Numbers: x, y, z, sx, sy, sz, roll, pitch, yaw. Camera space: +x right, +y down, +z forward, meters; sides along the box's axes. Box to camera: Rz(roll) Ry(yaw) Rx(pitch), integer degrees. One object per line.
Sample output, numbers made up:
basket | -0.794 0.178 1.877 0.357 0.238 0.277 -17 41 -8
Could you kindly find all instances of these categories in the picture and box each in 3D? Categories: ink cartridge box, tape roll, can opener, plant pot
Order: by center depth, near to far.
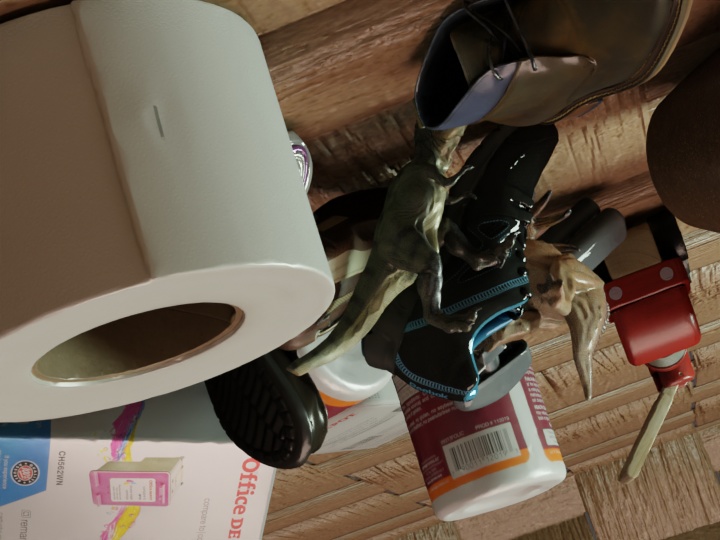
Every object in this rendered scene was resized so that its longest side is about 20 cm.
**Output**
tape roll | -0.125 -0.025 0.780 0.200 0.141 0.203 -17 163 -5
plant pot | 0.284 -0.092 0.998 0.185 0.189 0.199 -6 175 -38
ink cartridge box | -0.159 0.133 1.069 0.197 0.085 0.146 1 131 -14
can opener | 0.133 0.028 1.235 0.200 0.053 0.067 -41 130 -22
ink cartridge box | -0.012 0.111 1.461 0.145 0.086 0.199 -30 162 35

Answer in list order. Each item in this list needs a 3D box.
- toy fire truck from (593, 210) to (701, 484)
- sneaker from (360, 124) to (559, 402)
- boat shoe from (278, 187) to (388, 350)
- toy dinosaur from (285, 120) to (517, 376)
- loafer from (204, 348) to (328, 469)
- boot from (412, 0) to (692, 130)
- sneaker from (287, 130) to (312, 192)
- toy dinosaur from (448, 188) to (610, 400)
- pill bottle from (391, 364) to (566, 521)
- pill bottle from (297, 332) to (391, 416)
toy fire truck | 0.257 0.073 1.419 0.127 0.202 0.176 -21 164 8
sneaker | 0.082 -0.009 1.007 0.201 0.081 0.073 -59 165 -11
boat shoe | -0.005 -0.001 1.023 0.074 0.076 0.202 12 -159 32
toy dinosaur | 0.040 -0.009 0.946 0.087 0.202 0.047 27 171 4
loafer | -0.067 0.047 1.019 0.071 0.200 0.074 -5 129 -32
boot | 0.098 -0.120 0.833 0.096 0.075 0.200 -16 166 -20
sneaker | -0.120 -0.025 0.937 0.199 0.100 0.075 -37 128 0
toy dinosaur | 0.130 0.004 1.152 0.135 0.200 0.086 -1 127 -50
pill bottle | 0.085 0.091 1.288 0.113 0.202 0.114 -16 164 -5
pill bottle | -0.077 0.075 1.185 0.113 0.115 0.199 0 156 -47
